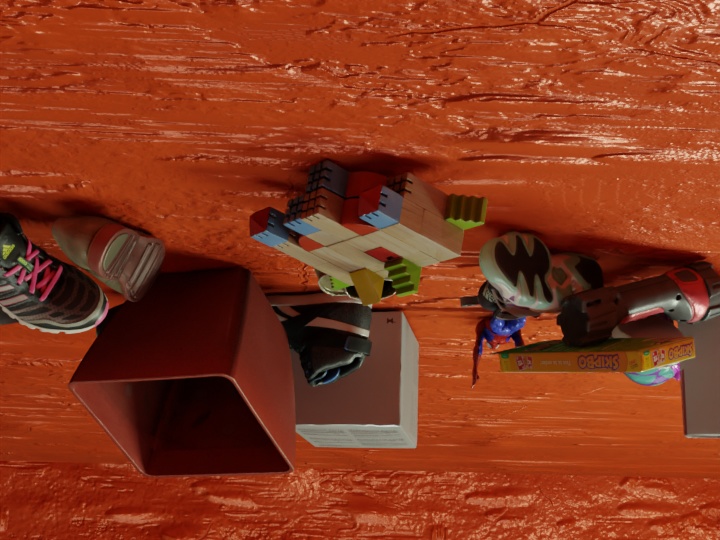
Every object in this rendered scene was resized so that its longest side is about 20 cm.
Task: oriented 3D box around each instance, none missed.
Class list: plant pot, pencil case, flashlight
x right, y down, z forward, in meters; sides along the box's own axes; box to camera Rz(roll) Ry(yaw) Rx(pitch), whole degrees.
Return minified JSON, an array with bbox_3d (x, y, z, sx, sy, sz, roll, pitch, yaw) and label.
[{"bbox_3d":[-0.181,0.109,1.443,0.199,0.177,0.200,-4,139,20],"label":"plant pot"},{"bbox_3d":[0.354,0.089,1.573,0.092,0.085,0.200,24,174,22],"label":"pencil case"},{"bbox_3d":[0.297,0.039,1.331,0.199,0.068,0.068,-14,176,-29],"label":"flashlight"}]

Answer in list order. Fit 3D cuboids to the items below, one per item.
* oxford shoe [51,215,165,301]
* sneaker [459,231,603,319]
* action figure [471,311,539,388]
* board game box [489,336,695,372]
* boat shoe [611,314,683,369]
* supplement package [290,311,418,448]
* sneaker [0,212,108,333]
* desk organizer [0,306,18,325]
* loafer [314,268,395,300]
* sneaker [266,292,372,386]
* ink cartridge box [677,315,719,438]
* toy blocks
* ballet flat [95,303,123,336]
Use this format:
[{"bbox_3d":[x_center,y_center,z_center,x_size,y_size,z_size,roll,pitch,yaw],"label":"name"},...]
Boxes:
[{"bbox_3d":[-0.256,-0.021,1.296,0.075,0.071,0.200,25,169,11],"label":"oxford shoe"},{"bbox_3d":[0.154,0.017,1.343,0.140,0.078,0.200,-14,158,40],"label":"sneaker"},{"bbox_3d":[0.181,0.093,1.589,0.065,0.099,0.200,3,167,-2],"label":"action figure"},{"bbox_3d":[0.236,0.088,1.308,0.095,0.030,0.200,-8,-175,-42],"label":"board game box"},{"bbox_3d":[0.291,0.078,1.412,0.072,0.066,0.200,-7,-160,-27],"label":"boat shoe"},{"bbox_3d":[-0.006,0.150,1.689,0.150,0.152,0.200,-1,164,9],"label":"supplement package"},{"bbox_3d":[-0.339,-0.005,1.230,0.200,0.074,0.087,30,155,-3],"label":"sneaker"},{"bbox_3d":[-0.432,0.025,1.309,0.077,0.072,0.200,1,-175,34],"label":"desk organizer"},{"bbox_3d":[0.000,0.000,1.307,0.075,0.069,0.200,6,164,-17],"label":"loafer"},{"bbox_3d":[-0.081,0.089,1.551,0.199,0.112,0.073,-7,161,28],"label":"sneaker"},{"bbox_3d":[0.431,0.116,1.479,0.083,0.146,0.200,-4,177,23],"label":"ink cartridge box"},{"bbox_3d":[-0.006,-0.046,1.131,0.136,0.100,0.200,27,153,-34],"label":"toy blocks"},{"bbox_3d":[-0.233,0.071,1.584,0.200,0.073,0.073,7,165,-42],"label":"ballet flat"}]
